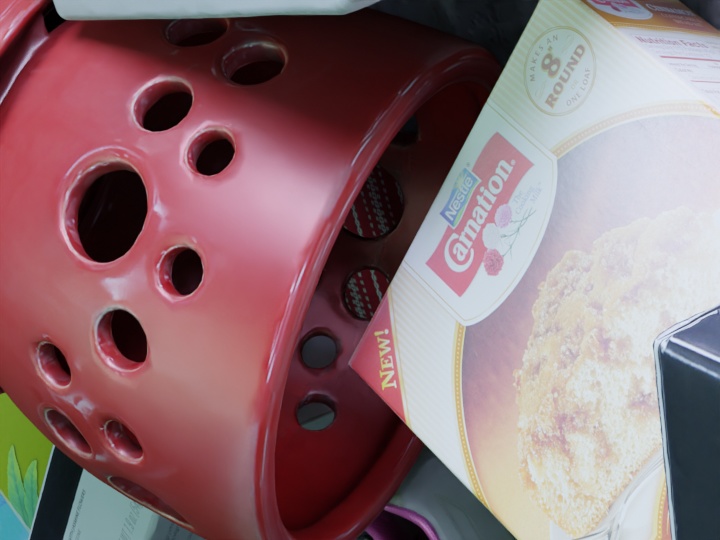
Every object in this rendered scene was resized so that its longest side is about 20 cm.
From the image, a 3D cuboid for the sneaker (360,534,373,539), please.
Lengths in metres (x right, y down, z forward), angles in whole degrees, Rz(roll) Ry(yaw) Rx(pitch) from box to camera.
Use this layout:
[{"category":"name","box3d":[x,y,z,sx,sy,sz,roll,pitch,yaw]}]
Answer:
[{"category":"sneaker","box3d":[0.033,0.186,0.923,0.097,0.202,0.071,23,153,-16]}]

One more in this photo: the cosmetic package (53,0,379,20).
[{"category":"cosmetic package","box3d":[-0.012,-0.182,0.650,0.200,0.166,0.169,9,121,59]}]

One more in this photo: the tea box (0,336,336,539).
[{"category":"tea box","box3d":[-0.111,0.069,0.996,0.197,0.133,0.201,49,138,28]}]

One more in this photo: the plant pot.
[{"category":"plant pot","box3d":[-0.061,-0.015,0.776,0.181,0.201,0.201,22,137,18]}]

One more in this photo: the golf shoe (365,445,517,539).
[{"category":"golf shoe","box3d":[0.046,0.165,0.834,0.075,0.091,0.202,-35,63,50]}]

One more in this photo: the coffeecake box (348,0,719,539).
[{"category":"coffeecake box","box3d":[0.109,0.028,0.654,0.200,0.073,0.154,44,119,33]}]

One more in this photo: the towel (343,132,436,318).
[{"category":"towel","box3d":[0.000,0.000,0.941,0.199,0.022,0.146,12,123,58]}]

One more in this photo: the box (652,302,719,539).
[{"category":"box","box3d":[0.185,0.078,0.491,0.124,0.196,0.201,27,135,48]}]
